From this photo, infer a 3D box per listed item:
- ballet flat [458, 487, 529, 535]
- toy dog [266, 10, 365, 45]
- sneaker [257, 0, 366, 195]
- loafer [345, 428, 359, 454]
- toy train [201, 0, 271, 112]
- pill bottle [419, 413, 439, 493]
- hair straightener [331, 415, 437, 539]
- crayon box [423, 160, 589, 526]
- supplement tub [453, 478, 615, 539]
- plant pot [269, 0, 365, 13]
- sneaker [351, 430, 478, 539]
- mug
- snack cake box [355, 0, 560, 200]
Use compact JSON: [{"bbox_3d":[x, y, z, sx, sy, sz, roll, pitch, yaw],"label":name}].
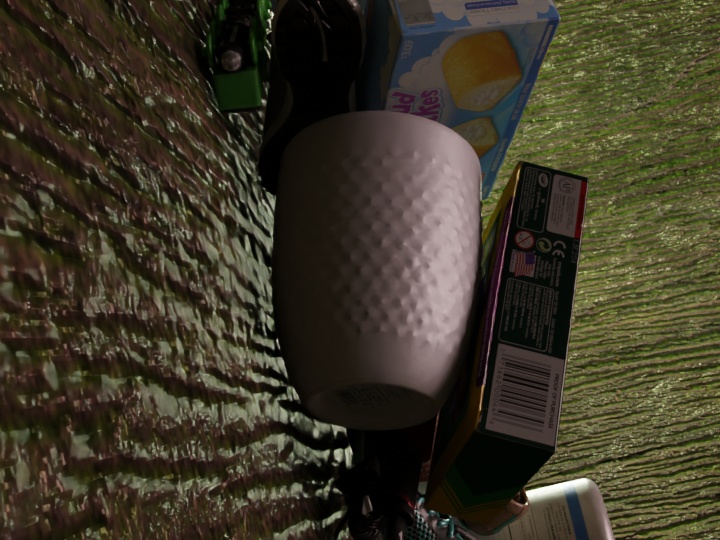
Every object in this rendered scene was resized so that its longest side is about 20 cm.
[{"bbox_3d":[0.105,0.114,0.918,0.067,0.067,0.204,11,60,-42],"label":"ballet flat"},{"bbox_3d":[0.000,-0.193,0.844,0.095,0.201,0.133,31,25,-19],"label":"toy dog"},{"bbox_3d":[-0.033,-0.130,0.782,0.202,0.072,0.080,102,-11,-46],"label":"sneaker"},{"bbox_3d":[0.034,0.085,0.905,0.073,0.071,0.204,-30,132,-51],"label":"loafer"},{"bbox_3d":[-0.083,-0.167,0.795,0.201,0.041,0.057,-92,176,-62],"label":"toy train"},{"bbox_3d":[0.057,0.136,1.047,0.113,0.110,0.203,-92,167,-63],"label":"pill bottle"},{"bbox_3d":[0.017,0.153,0.788,0.041,0.076,0.201,46,23,-20],"label":"hair straightener"},{"bbox_3d":[0.101,0.056,0.784,0.173,0.057,0.203,105,-1,-62],"label":"crayon box"},{"bbox_3d":[0.126,0.267,0.964,0.132,0.196,0.134,-15,90,-83],"label":"supplement tub"},{"bbox_3d":[0.023,-0.311,0.970,0.194,0.201,0.197,28,25,-18],"label":"plant pot"},{"bbox_3d":[0.048,0.212,0.881,0.078,0.090,0.204,-30,106,-84],"label":"sneaker"},{"bbox_3d":[0.014,0.021,0.767,0.201,0.145,0.178,75,15,-61],"label":"mug"},{"bbox_3d":[0.054,-0.127,0.791,0.201,0.113,0.068,105,-29,-57],"label":"snack cake box"}]
